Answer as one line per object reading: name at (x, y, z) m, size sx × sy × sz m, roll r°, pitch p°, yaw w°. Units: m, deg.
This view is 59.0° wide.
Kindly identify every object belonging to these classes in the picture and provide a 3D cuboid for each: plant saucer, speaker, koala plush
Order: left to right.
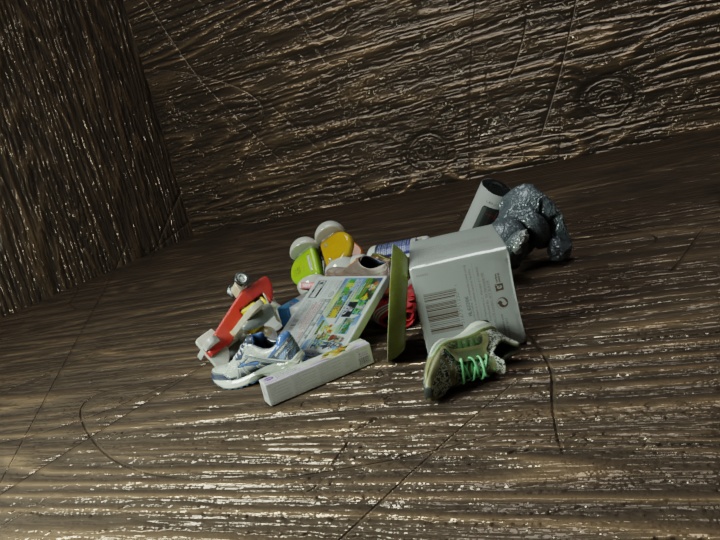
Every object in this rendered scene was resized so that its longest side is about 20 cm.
plant saucer at (0.065, 0.056, 1.094) m, size 0.031 × 0.202 × 0.200 m, roll 3°, pitch 14°, yaw 4°
speaker at (0.297, -0.123, 1.562) m, size 0.080 × 0.201 × 0.082 m, roll 13°, pitch 36°, yaw -10°
koala plush at (0.336, -0.079, 1.407) m, size 0.199 × 0.185 × 0.177 m, roll -29°, pitch 18°, yaw -36°

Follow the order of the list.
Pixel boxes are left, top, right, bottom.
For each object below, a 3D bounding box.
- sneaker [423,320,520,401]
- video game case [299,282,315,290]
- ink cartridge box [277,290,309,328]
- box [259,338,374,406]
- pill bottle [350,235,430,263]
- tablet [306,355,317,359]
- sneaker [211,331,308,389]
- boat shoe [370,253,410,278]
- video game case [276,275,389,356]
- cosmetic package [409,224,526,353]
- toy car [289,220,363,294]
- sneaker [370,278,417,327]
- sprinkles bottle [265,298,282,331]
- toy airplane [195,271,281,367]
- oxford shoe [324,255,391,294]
sneaker at (0.167, 0.132, 0.934) m, size 0.088 × 0.078 × 0.199 m, roll 10°, pitch 28°, yaw 42°
video game case at (-0.022, 0.040, 1.469) m, size 0.198 × 0.018 × 0.143 m, roll -1°, pitch -7°, yaw 22°
ink cartridge box at (-0.065, 0.089, 1.366) m, size 0.199 × 0.068 × 0.116 m, roll -4°, pitch 16°, yaw 39°
box at (-0.072, 0.171, 1.087) m, size 0.199 × 0.042 × 0.039 m, roll -21°, pitch 14°, yaw -22°
pill bottle at (0.081, -0.013, 1.543) m, size 0.198 × 0.112 × 0.111 m, roll -10°, pitch 13°, yaw 16°
tablet at (-0.120, 0.161, 1.245) m, size 0.129 × 0.014 × 0.199 m, roll -23°, pitch 15°, yaw -32°
sneaker at (-0.193, 0.155, 1.165) m, size 0.198 × 0.086 × 0.077 m, roll -17°, pitch 14°, yaw 21°
boat shoe at (0.109, 0.001, 1.440) m, size 0.198 × 0.069 × 0.072 m, roll 9°, pitch -1°, yaw 15°
video game case at (-0.057, 0.086, 1.242) m, size 0.181 × 0.022 × 0.201 m, roll -1°, pitch 42°, yaw 38°
cosmetic package at (0.180, 0.031, 1.116) m, size 0.165 × 0.169 × 0.200 m, roll -13°, pitch 14°, yaw 8°
toy car at (-0.083, -0.015, 1.671) m, size 0.199 × 0.176 × 0.150 m, roll -30°, pitch -35°, yaw 17°
sneaker at (0.117, 0.066, 1.294) m, size 0.199 × 0.079 × 0.116 m, roll -29°, pitch 23°, yaw -8°
sprinkles bottle at (-0.229, 0.094, 1.527) m, size 0.068 × 0.069 × 0.200 m, roll -17°, pitch 13°, yaw -14°
toy airplane at (-0.234, 0.119, 1.276) m, size 0.200 × 0.140 × 0.200 m, roll -57°, pitch 10°, yaw 8°
oxford shoe at (0.000, 0.000, 1.341) m, size 0.199 × 0.074 × 0.071 m, roll 5°, pitch 25°, yaw 40°
